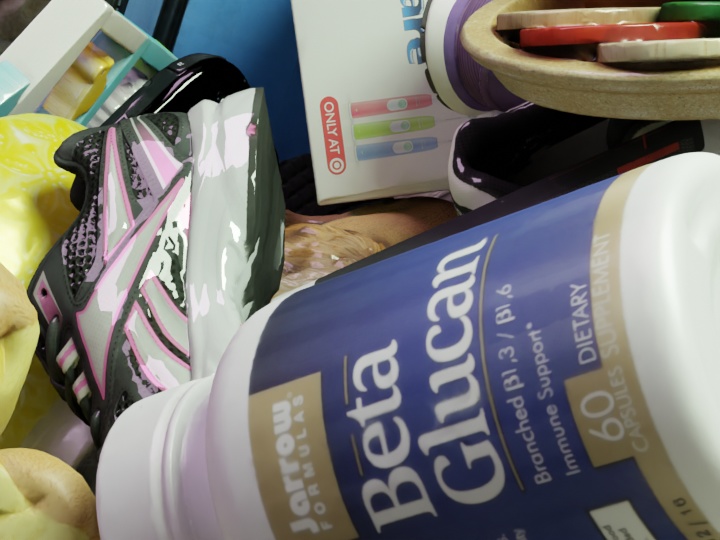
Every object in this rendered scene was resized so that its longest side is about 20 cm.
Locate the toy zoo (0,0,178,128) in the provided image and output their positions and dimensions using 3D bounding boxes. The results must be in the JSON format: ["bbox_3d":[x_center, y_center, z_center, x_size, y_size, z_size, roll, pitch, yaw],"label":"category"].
[{"bbox_3d":[-0.132,-0.049,1.119,0.131,0.020,0.200,-50,-12,2],"label":"toy zoo"}]

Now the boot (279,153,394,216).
[{"bbox_3d":[-0.082,0.013,1.289,0.199,0.070,0.131,-24,-3,-38],"label":"boot"}]

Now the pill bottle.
[{"bbox_3d":[0.027,0.049,0.769,0.199,0.112,0.111,-20,13,30],"label":"pill bottle"}]

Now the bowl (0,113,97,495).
[{"bbox_3d":[-0.126,0.054,1.031,0.107,0.201,0.200,36,52,28],"label":"bowl"}]

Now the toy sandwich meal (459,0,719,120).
[{"bbox_3d":[0.127,-0.107,0.913,0.204,0.071,0.205,-6,17,2],"label":"toy sandwich meal"}]

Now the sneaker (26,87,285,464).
[{"bbox_3d":[-0.074,0.032,0.941,0.086,0.081,0.201,-3,54,8],"label":"sneaker"}]

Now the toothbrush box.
[{"bbox_3d":[0.032,-0.110,1.228,0.086,0.147,0.200,-7,3,11],"label":"toothbrush box"}]

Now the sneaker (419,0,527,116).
[{"bbox_3d":[0.120,-0.116,1.107,0.087,0.076,0.200,7,36,44],"label":"sneaker"}]

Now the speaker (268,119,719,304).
[{"bbox_3d":[0.074,0.007,0.926,0.199,0.082,0.081,-24,12,12],"label":"speaker"}]

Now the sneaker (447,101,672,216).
[{"bbox_3d":[0.125,-0.048,0.972,0.199,0.088,0.076,-23,56,14],"label":"sneaker"}]

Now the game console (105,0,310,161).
[{"bbox_3d":[-0.055,-0.121,1.286,0.118,0.201,0.171,17,-2,4],"label":"game console"}]

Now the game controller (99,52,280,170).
[{"bbox_3d":[-0.111,0.001,1.141,0.200,0.105,0.042,-46,46,-17],"label":"game controller"}]

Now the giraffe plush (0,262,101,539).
[{"bbox_3d":[-0.162,0.098,0.897,0.171,0.201,0.162,-3,-6,-1],"label":"giraffe plush"}]

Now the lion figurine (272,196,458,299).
[{"bbox_3d":[0.000,0.000,1.143,0.122,0.073,0.200,-14,15,37],"label":"lion figurine"}]
